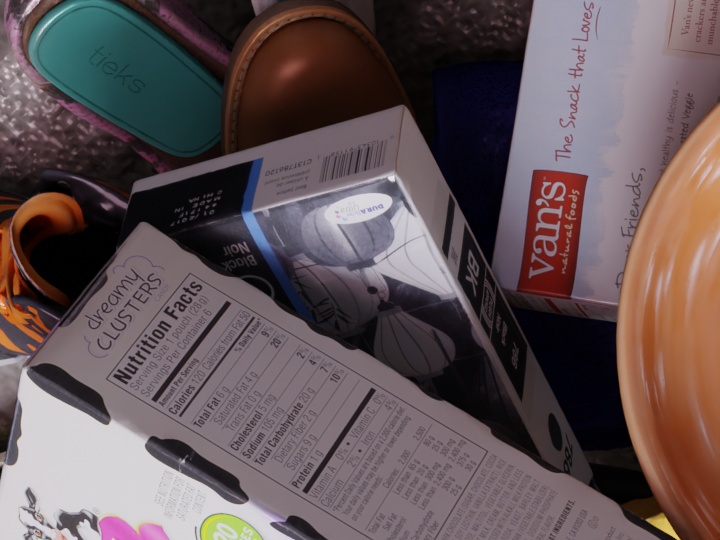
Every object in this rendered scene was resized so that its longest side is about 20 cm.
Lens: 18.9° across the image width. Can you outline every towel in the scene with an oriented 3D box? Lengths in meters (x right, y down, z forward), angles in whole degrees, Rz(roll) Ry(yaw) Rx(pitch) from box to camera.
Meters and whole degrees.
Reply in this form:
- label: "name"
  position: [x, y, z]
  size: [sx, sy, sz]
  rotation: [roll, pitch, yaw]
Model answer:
- label: "towel"
  position: [0.122, -0.005, 0.777]
  size: [0.198, 0.050, 0.149]
  rotation: [-3, 105, 13]

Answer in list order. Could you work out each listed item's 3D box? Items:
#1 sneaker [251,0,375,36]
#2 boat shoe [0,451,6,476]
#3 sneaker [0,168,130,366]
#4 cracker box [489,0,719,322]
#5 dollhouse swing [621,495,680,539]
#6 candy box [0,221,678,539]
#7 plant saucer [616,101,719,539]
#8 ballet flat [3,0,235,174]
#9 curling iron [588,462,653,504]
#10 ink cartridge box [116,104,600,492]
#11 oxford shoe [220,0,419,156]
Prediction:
- label: "sneaker"
  position: [0.001, -0.153, 0.721]
  size: [0.086, 0.075, 0.202]
  rotation: [-1, 124, 8]
- label: "boat shoe"
  position: [-0.096, 0.121, 0.887]
  size: [0.198, 0.068, 0.072]
  rotation: [9, 132, 28]
- label: "sneaker"
  position: [-0.130, -0.006, 0.815]
  size: [0.198, 0.078, 0.112]
  rotation: [7, 164, 13]
- label: "cracker box"
  position: [0.151, -0.042, 0.713]
  size: [0.198, 0.058, 0.135]
  rotation: [9, 84, 13]
- label: "dollhouse swing"
  position: [0.144, 0.111, 0.798]
  size: [0.199, 0.176, 0.182]
  rotation: [-26, 112, 28]
- label: "candy box"
  position: [-0.017, 0.104, 0.675]
  size: [0.199, 0.072, 0.168]
  rotation: [30, 140, 7]
- label: "plant saucer"
  position: [0.176, 0.023, 0.644]
  size: [0.198, 0.202, 0.037]
  rotation: [-2, 168, 11]
- label: "ballet flat"
  position: [-0.052, -0.057, 0.788]
  size: [0.069, 0.071, 0.200]
  rotation: [-37, 127, 18]
- label: "curling iron"
  position: [0.044, 0.088, 0.867]
  size: [0.198, 0.026, 0.050]
  rotation: [-3, 121, 16]
- label: "ink cartridge box"
  position: [0.008, 0.042, 0.715]
  size: [0.099, 0.039, 0.201]
  rotation: [-15, 129, 20]
- label: "oxford shoe"
  position: [0.000, 0.000, 0.757]
  size: [0.071, 0.071, 0.201]
  rotation: [-17, 124, -7]
